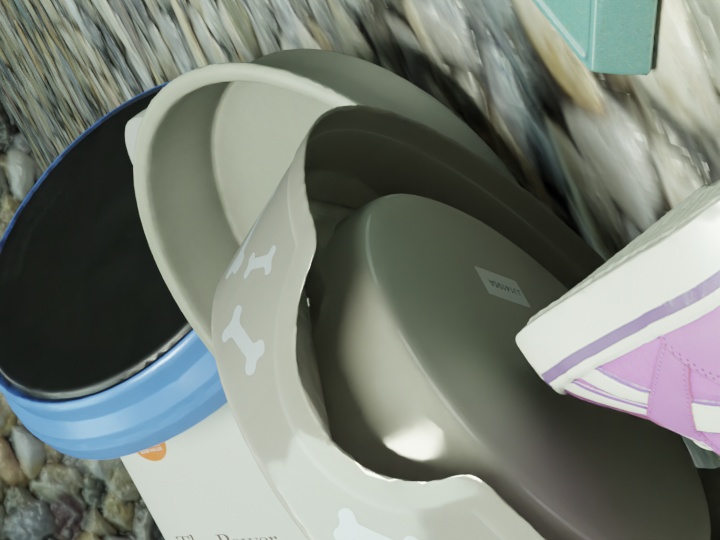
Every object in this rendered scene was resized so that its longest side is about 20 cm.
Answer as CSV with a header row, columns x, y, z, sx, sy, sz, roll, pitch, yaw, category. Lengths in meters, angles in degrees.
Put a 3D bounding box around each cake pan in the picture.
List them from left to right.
x,y,z,sx,sy,sz,roll,pitch,yaw,category
0.000,0.000,0.809,0.200,0.037,0.201,28,142,25,cake pan

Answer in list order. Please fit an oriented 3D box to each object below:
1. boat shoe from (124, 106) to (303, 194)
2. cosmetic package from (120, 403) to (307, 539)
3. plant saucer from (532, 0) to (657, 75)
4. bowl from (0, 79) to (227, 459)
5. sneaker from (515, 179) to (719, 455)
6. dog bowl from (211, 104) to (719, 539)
x,y,z,sx,sy,sz,roll,pitch,yaw,category
-0.013,-0.043,0.881,0.199,0.066,0.072,13,133,47,boat shoe
-0.023,0.086,1.018,0.199,0.052,0.151,-10,114,37,cosmetic package
0.019,-0.139,0.595,0.200,0.019,0.070,56,169,25,plant saucer
-0.101,-0.008,1.014,0.039,0.201,0.201,43,-177,-39,bowl
0.103,0.036,0.533,0.114,0.073,0.200,52,173,1,sneaker
0.039,0.044,0.632,0.200,0.059,0.200,39,-157,-20,dog bowl
